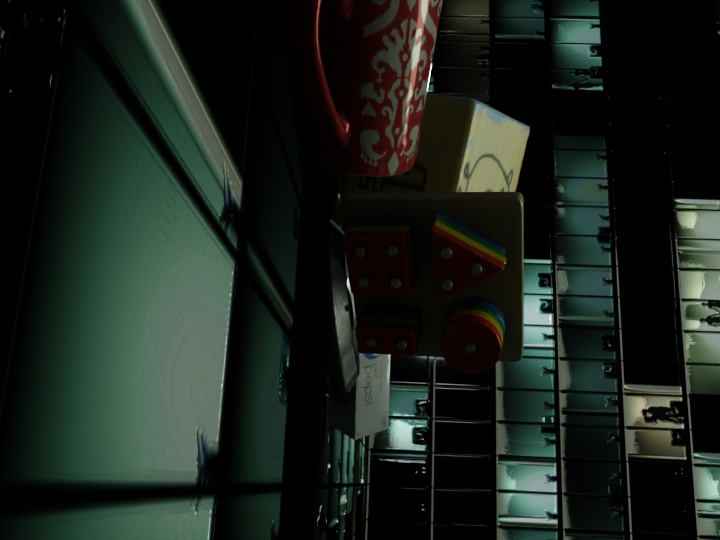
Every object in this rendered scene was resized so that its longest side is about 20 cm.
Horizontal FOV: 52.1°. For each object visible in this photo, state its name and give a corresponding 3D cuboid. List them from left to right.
[{"bbox_3d":[-0.028,0.041,0.865,0.200,0.041,0.205,-6,90,-89],"label":"electronic game"},{"bbox_3d":[-0.010,-0.196,0.660,0.133,0.175,0.204,37,-50,47],"label":"mug"},{"bbox_3d":[-0.002,0.120,1.005,0.068,0.063,0.205,16,-72,50],"label":"soda box"},{"bbox_3d":[0.078,0.021,0.808,0.070,0.194,0.204,-62,149,-57],"label":"sorting toy"},{"bbox_3d":[0.105,-0.139,1.069,0.194,0.194,0.204,4,101,-52],"label":"alphabet block"}]
